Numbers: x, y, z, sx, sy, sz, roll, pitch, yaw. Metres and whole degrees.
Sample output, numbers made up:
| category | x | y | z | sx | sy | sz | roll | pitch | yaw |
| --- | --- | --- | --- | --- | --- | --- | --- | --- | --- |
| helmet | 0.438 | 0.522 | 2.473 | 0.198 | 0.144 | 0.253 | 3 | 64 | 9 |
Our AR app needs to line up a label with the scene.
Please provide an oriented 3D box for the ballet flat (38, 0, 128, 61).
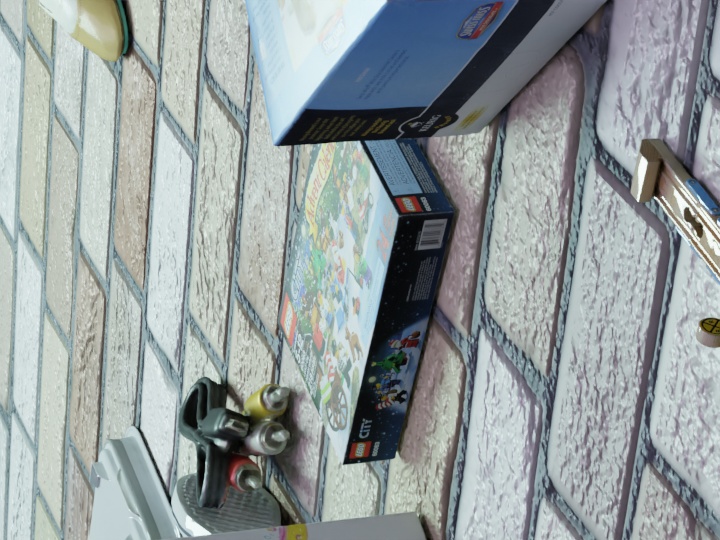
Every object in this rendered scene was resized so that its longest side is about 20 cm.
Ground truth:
| category | x | y | z | sx | sy | sz | roll | pitch | yaw |
| --- | --- | --- | --- | --- | --- | --- | --- | --- | --- |
| ballet flat | -0.245 | -0.242 | 2.161 | 0.069 | 0.063 | 0.201 | 105 | 151 | -43 |

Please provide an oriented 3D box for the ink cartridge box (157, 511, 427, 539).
| category | x | y | z | sx | sy | sz | roll | pitch | yaw |
| --- | --- | --- | --- | --- | --- | --- | --- | --- | --- |
| ink cartridge box | -0.051 | 0.254 | 1.587 | 0.147 | 0.198 | 0.147 | 109 | 150 | -46 |

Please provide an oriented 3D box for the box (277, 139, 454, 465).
| category | x | y | z | sx | sy | sz | roll | pitch | yaw |
| --- | --- | --- | --- | --- | --- | --- | --- | --- | --- |
| box | 0.000 | 0.000 | 1.617 | 0.137 | 0.037 | 0.201 | -118 | 30 | -44 |

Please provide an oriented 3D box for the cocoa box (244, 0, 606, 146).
| category | x | y | z | sx | sy | sz | roll | pitch | yaw |
| --- | --- | --- | --- | --- | --- | --- | --- | --- | --- |
| cocoa box | 0.028 | -0.163 | 1.378 | 0.200 | 0.130 | 0.134 | 134 | 127 | -63 |

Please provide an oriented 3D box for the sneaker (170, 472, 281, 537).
| category | x | y | z | sx | sy | sz | roll | pitch | yaw |
| --- | --- | --- | --- | --- | --- | --- | --- | --- | --- |
| sneaker | -0.082 | 0.211 | 1.826 | 0.200 | 0.078 | 0.080 | -135 | 48 | -58 |

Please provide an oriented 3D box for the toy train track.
| category | x | y | z | sx | sy | sz | roll | pitch | yaw |
| --- | --- | --- | --- | --- | --- | --- | --- | --- | --- |
| toy train track | 0.163 | 0.002 | 1.201 | 0.200 | 0.032 | 0.115 | -120 | 32 | -50 |

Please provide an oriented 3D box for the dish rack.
| category | x | y | z | sx | sy | sz | roll | pitch | yaw |
| --- | --- | --- | --- | --- | --- | --- | --- | --- | --- |
| dish rack | -0.196 | 0.249 | 2.182 | 0.172 | 0.043 | 0.201 | -118 | 32 | -47 |

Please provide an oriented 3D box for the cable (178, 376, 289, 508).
| category | x | y | z | sx | sy | sz | roll | pitch | yaw |
| --- | --- | --- | --- | --- | --- | --- | --- | --- | --- |
| cable | -0.095 | 0.125 | 1.880 | 0.200 | 0.050 | 0.098 | 173 | 117 | -76 |
